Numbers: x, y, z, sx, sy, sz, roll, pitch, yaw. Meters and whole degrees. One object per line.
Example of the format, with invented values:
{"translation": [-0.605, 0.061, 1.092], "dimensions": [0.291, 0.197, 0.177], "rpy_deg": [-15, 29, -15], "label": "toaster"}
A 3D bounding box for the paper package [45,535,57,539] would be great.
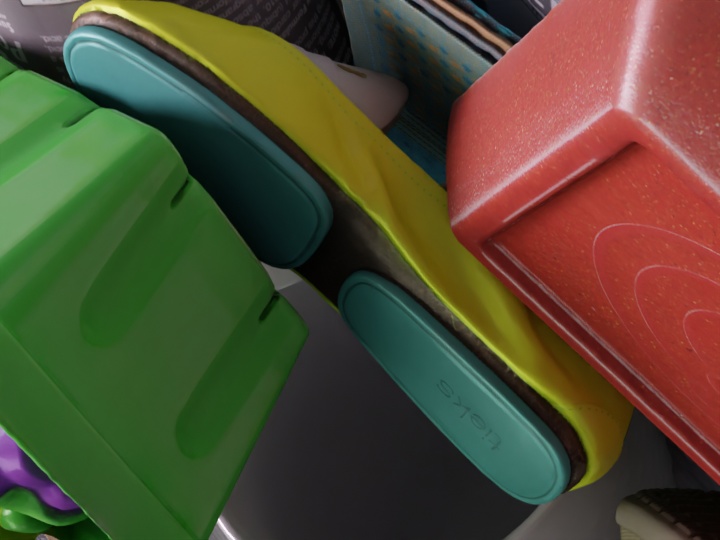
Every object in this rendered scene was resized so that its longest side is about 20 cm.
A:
{"translation": [-0.117, 0.020, 1.140], "dimensions": [0.191, 0.200, 0.104], "rpy_deg": [41, 163, 47], "label": "paper package"}

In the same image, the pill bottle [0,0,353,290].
{"translation": [-0.062, -0.085, 0.736], "dimensions": [0.111, 0.111, 0.200], "rpy_deg": [42, 164, 43], "label": "pill bottle"}

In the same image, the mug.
{"translation": [0.052, 0.097, 0.818], "dimensions": [0.200, 0.147, 0.175], "rpy_deg": [58, -177, 35], "label": "mug"}

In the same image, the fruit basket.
{"translation": [-0.140, 0.044, 0.680], "dimensions": [0.216, 0.216, 0.156], "rpy_deg": [39, 168, 49], "label": "fruit basket"}

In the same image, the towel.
{"translation": [0.076, -0.011, 0.674], "dimensions": [0.200, 0.022, 0.147], "rpy_deg": [39, 166, 15], "label": "towel"}

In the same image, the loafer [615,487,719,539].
{"translation": [0.135, 0.125, 0.657], "dimensions": [0.200, 0.075, 0.069], "rpy_deg": [39, 118, 52], "label": "loafer"}

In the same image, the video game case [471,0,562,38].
{"translation": [0.002, -0.127, 0.690], "dimensions": [0.200, 0.022, 0.182], "rpy_deg": [51, 168, 10], "label": "video game case"}

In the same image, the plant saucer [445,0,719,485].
{"translation": [0.107, 0.018, 0.564], "dimensions": [0.200, 0.037, 0.200], "rpy_deg": [44, 166, -2], "label": "plant saucer"}

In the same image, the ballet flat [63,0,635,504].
{"translation": [0.004, -0.018, 0.667], "dimensions": [0.200, 0.067, 0.067], "rpy_deg": [43, 150, -2], "label": "ballet flat"}
